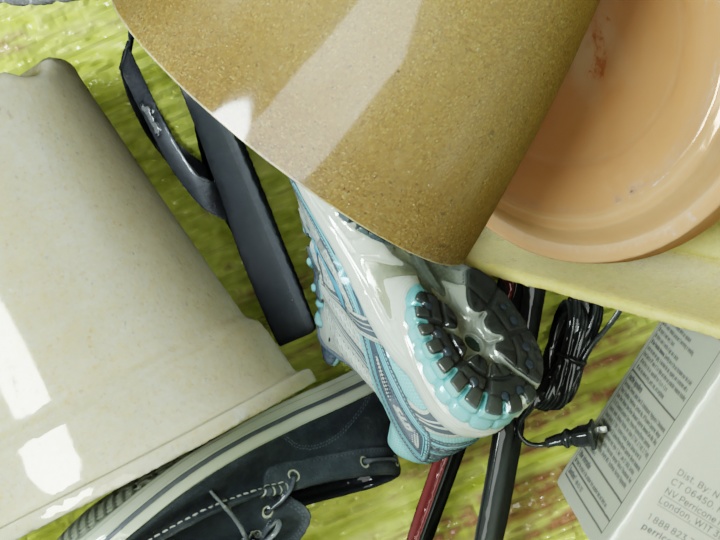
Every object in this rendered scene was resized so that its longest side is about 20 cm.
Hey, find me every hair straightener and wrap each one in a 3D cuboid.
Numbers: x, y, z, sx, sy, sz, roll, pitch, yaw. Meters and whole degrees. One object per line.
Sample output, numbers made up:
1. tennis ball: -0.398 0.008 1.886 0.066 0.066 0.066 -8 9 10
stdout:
1. hair straightener: 0.086 0.059 1.181 0.077 0.041 0.201 19 92 13

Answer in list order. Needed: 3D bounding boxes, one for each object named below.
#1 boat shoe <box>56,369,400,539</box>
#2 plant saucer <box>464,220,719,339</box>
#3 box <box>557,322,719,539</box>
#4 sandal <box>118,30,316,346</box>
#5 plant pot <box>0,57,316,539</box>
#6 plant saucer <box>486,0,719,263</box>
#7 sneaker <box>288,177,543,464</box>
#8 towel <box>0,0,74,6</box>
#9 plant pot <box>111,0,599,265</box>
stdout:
1. boat shoe: -0.055 0.104 1.121 0.199 0.074 0.063 -23 87 -42
2. plant saucer: 0.117 -0.088 1.115 0.199 0.048 0.201 16 102 35
3. box: 0.196 0.060 1.144 0.109 0.128 0.201 31 97 -9
4. sandal: -0.076 -0.054 1.135 0.043 0.076 0.201 -21 101 1
5. plant pot: -0.148 0.014 1.098 0.200 0.200 0.184 -27 89 2
6. plant saucer: 0.099 -0.103 1.079 0.199 0.032 0.202 2 93 37
7. sneaker: 0.000 0.000 1.133 0.086 0.077 0.201 -46 63 43
8. towel: -0.089 -0.201 1.049 0.199 0.086 0.166 -8 137 -21
9. plant pot: 0.029 -0.137 1.006 0.186 0.186 0.200 36 103 -8
